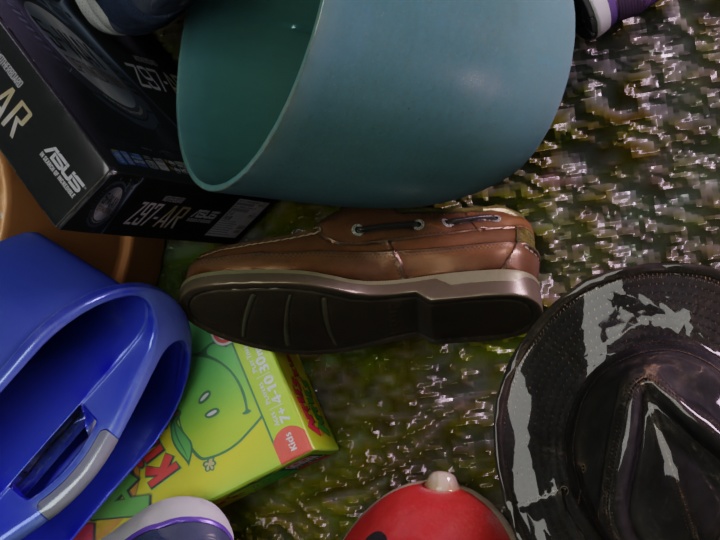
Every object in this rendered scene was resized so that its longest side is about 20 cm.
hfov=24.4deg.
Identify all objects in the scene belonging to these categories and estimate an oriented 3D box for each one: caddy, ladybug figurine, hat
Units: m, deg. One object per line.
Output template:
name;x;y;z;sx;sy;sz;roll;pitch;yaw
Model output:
caddy;-0.174;0.081;0.873;0.105;0.142;0.200;35;80;32
ladybug figurine;0.031;0.209;0.895;0.134;0.072;0.203;2;85;17
hat;0.155;0.098;0.851;0.198;0.081;0.204;0;91;11

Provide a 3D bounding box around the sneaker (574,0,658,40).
sneaker;0.115;-0.231;0.924;0.087;0.076;0.202;-28;81;-2

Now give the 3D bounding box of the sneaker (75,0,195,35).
sneaker;-0.119;-0.228;0.907;0.146;0.080;0.203;-18;68;55

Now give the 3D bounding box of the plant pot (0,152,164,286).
plant pot;-0.230;-0.028;0.964;0.197;0.140;0.203;-1;85;17

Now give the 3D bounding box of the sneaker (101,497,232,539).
sneaker;-0.138;0.226;0.890;0.200;0.080;0.147;-39;33;20

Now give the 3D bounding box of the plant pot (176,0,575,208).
plant pot;0.014;-0.123;0.867;0.159;0.200;0.203;12;88;-24

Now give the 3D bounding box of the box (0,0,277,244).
box;-0.143;-0.090;0.910;0.043;0.200;0.161;-42;74;15

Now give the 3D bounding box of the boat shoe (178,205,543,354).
boat shoe;0.000;0.000;0.915;0.197;0.072;0.069;2;59;-6

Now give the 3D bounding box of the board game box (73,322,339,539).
board game box;-0.123;0.100;0.966;0.198;0.048;0.103;-27;78;13

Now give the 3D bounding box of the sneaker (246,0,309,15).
sneaker;-0.088;-0.230;0.973;0.115;0.074;0.201;-37;78;8
